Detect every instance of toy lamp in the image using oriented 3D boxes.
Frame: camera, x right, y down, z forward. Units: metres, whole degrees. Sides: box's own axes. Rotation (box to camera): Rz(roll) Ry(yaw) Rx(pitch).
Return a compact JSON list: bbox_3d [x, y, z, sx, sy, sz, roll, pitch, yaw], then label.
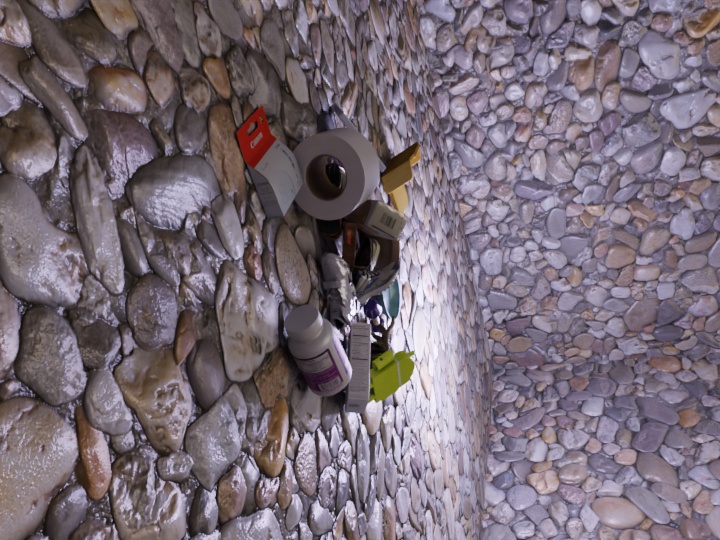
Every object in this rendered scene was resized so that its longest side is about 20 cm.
[{"bbox_3d":[0.041,0.130,1.835,0.201,0.057,0.060,69,19,-69],"label":"toy lamp"}]

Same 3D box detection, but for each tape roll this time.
[{"bbox_3d":[-0.063,-0.238,1.520,0.139,0.198,0.208,-44,124,-65],"label":"tape roll"}]

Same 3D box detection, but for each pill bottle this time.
[{"bbox_3d":[-0.098,0.178,1.401,0.114,0.110,0.203,-74,151,-48],"label":"pill bottle"}]

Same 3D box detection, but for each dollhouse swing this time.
[{"bbox_3d":[0.181,-0.336,2.323,0.177,0.180,0.201,54,28,-16],"label":"dollhouse swing"}]

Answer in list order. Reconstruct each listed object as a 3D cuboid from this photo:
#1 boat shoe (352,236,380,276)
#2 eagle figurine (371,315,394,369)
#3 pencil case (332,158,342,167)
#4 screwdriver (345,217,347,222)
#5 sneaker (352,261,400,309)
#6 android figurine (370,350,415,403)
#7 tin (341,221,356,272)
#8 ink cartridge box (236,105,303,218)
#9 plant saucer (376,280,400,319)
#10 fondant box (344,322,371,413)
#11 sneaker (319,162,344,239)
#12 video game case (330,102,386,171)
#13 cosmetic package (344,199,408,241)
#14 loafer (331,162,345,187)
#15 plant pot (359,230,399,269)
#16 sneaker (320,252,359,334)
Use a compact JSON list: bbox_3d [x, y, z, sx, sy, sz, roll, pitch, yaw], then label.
[{"bbox_3d":[0.000,0.000,1.782,0.065,0.072,0.205,33,66,-56],"label":"boat shoe"},{"bbox_3d":[0.060,0.259,1.855,0.150,0.151,0.202,-29,153,-28],"label":"eagle figurine"},{"bbox_3d":[-0.031,-0.329,1.756,0.200,0.083,0.086,-64,143,-82],"label":"pencil case"},{"bbox_3d":[-0.037,-0.128,1.717,0.200,0.027,0.030,96,7,-78],"label":"screwdriver"},{"bbox_3d":[0.022,0.030,1.713,0.086,0.198,0.077,55,-9,-13],"label":"sneaker"},{"bbox_3d":[0.079,0.299,1.772,0.041,0.198,0.184,42,-24,38],"label":"android figurine"},{"bbox_3d":[-0.033,-0.061,1.679,0.200,0.041,0.115,104,-14,-75],"label":"tin"},{"bbox_3d":[-0.194,-0.243,1.372,0.161,0.046,0.204,-69,148,-53],"label":"ink cartridge box"},{"bbox_3d":[0.088,0.068,2.087,0.199,0.035,0.205,-8,90,-70],"label":"plant saucer"},{"bbox_3d":[-0.007,0.257,1.637,0.145,0.057,0.205,101,-7,-65],"label":"fondant box"},{"bbox_3d":[-0.078,-0.182,1.674,0.090,0.068,0.205,68,20,-74],"label":"sneaker"},{"bbox_3d":[-0.007,-0.385,1.791,0.201,0.022,0.183,49,8,-24],"label":"video game case"},{"bbox_3d":[0.037,-0.140,1.685,0.072,0.104,0.199,-65,-159,-2],"label":"cosmetic package"},{"bbox_3d":[-0.039,-0.221,1.783,0.064,0.071,0.202,-107,171,-49],"label":"loafer"},{"bbox_3d":[0.050,-0.083,1.891,0.201,0.090,0.207,175,-90,-76],"label":"plant pot"},{"bbox_3d":[-0.061,0.062,1.603,0.116,0.073,0.203,-67,143,-53],"label":"sneaker"}]
